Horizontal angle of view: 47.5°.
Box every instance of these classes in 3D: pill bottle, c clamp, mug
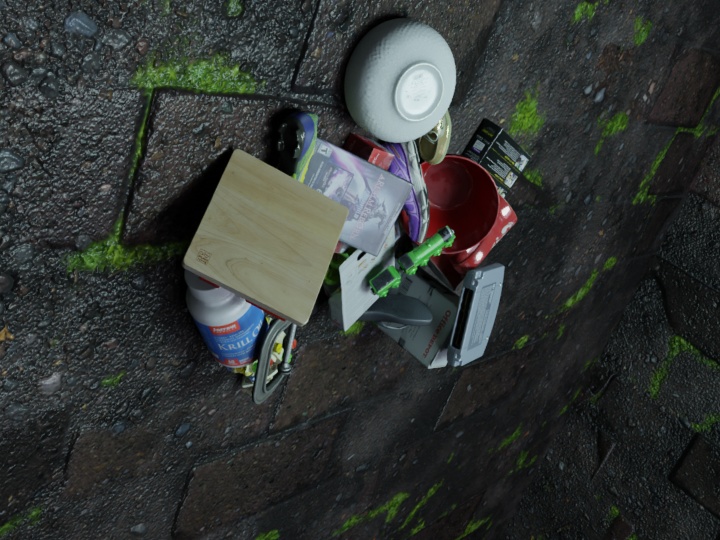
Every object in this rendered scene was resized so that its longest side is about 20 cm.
[{"bbox_3d":[-0.217,0.059,1.316,0.112,0.112,0.202,-41,147,-20],"label":"pill bottle"},{"bbox_3d":[-0.131,0.129,1.406,0.171,0.027,0.204,-41,151,-60],"label":"c clamp"},{"bbox_3d":[0.233,-0.063,1.702,0.200,0.178,0.134,-43,138,-2],"label":"mug"}]

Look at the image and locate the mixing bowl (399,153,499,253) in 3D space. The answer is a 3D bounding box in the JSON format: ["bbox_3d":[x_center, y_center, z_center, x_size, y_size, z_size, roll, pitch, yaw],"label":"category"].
[{"bbox_3d":[0.172,-0.148,1.606,0.109,0.196,0.204,-81,-172,-61],"label":"mixing bowl"}]

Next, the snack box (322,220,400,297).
[{"bbox_3d":[0.002,-0.031,1.614,0.200,0.024,0.072,-43,149,-18],"label":"snack box"}]

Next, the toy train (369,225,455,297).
[{"bbox_3d":[0.098,-0.020,1.550,0.198,0.042,0.056,-37,167,-4],"label":"toy train"}]

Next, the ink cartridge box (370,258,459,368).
[{"bbox_3d":[0.124,0.090,1.731,0.083,0.199,0.148,4,119,-55],"label":"ink cartridge box"}]

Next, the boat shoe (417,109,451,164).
[{"bbox_3d":[0.120,-0.288,1.452,0.062,0.072,0.205,-21,123,-42],"label":"boat shoe"}]

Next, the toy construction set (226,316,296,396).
[{"bbox_3d":[-0.182,0.158,1.482,0.201,0.090,0.133,77,31,-62],"label":"toy construction set"}]

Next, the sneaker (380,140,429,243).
[{"bbox_3d":[0.081,-0.149,1.514,0.081,0.081,0.204,-67,144,-69],"label":"sneaker"}]

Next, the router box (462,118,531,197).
[{"bbox_3d":[0.285,-0.225,1.785,0.151,0.051,0.199,-56,149,8],"label":"router box"}]

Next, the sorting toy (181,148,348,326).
[{"bbox_3d":[-0.143,-0.042,1.223,0.070,0.197,0.202,-38,-152,62],"label":"sorting toy"}]

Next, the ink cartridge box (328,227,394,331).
[{"bbox_3d":[0.000,0.000,1.560,0.162,0.050,0.202,-44,149,-27],"label":"ink cartridge box"}]

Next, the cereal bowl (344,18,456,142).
[{"bbox_3d":[0.076,-0.300,1.332,0.196,0.083,0.204,-14,123,-23],"label":"cereal bowl"}]

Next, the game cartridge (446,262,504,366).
[{"bbox_3d":[0.236,0.086,1.658,0.132,0.040,0.205,-10,117,-51],"label":"game cartridge"}]

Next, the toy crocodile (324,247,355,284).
[{"bbox_3d":[-0.085,-0.001,1.494,0.197,0.062,0.068,-25,156,-32],"label":"toy crocodile"}]

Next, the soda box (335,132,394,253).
[{"bbox_3d":[-0.021,-0.133,1.442,0.069,0.063,0.203,6,115,-54],"label":"soda box"}]

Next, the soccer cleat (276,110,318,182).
[{"bbox_3d":[-0.104,-0.159,1.304,0.083,0.064,0.203,-37,150,-49],"label":"soccer cleat"}]

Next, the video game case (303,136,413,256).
[{"bbox_3d":[-0.024,-0.122,1.387,0.197,0.019,0.145,22,106,-22],"label":"video game case"}]

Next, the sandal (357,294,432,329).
[{"bbox_3d":[0.048,0.086,1.663,0.077,0.195,0.044,-79,174,-53],"label":"sandal"}]
